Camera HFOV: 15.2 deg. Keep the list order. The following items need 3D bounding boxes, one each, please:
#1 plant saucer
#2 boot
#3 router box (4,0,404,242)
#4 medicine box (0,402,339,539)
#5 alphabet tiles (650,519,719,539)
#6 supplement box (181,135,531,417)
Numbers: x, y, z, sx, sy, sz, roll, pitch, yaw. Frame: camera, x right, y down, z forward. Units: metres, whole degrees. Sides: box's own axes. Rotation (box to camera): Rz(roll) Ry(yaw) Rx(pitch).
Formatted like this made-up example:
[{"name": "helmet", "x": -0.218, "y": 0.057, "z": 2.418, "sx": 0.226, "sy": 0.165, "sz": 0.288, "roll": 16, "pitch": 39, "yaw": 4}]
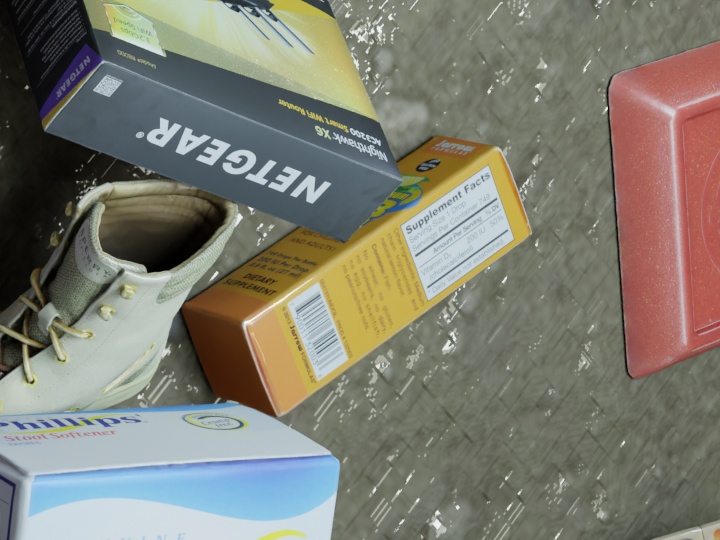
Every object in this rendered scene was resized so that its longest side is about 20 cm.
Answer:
[{"name": "plant saucer", "x": 0.247, "y": -0.048, "z": 1.722, "sx": 0.199, "sy": 0.037, "sz": 0.201, "roll": -19, "pitch": 112, "yaw": -35}, {"name": "boot", "x": -0.160, "y": 0.030, "z": 1.334, "sx": 0.199, "sy": 0.155, "sz": 0.072, "roll": -24, "pitch": 71, "yaw": -38}, {"name": "router box", "x": -0.085, "y": -0.112, "z": 1.360, "sx": 0.199, "sy": 0.158, "sz": 0.052, "roll": 20, "pitch": 126, "yaw": -41}, {"name": "medicine box", "x": -0.121, "y": 0.174, "z": 1.319, "sx": 0.181, "sy": 0.103, "sz": 0.201, "roll": -1, "pitch": 106, "yaw": -37}, {"name": "alphabet tiles", "x": 0.234, "y": 0.238, "z": 1.728, "sx": 0.199, "sy": 0.008, "sz": 0.168, "roll": -16, "pitch": 108, "yaw": -2}, {"name": "supplement box", "x": 0.000, "y": 0.000, "z": 1.514, "sx": 0.200, "sy": 0.066, "sz": 0.069, "roll": -33, "pitch": 117, "yaw": -29}]
